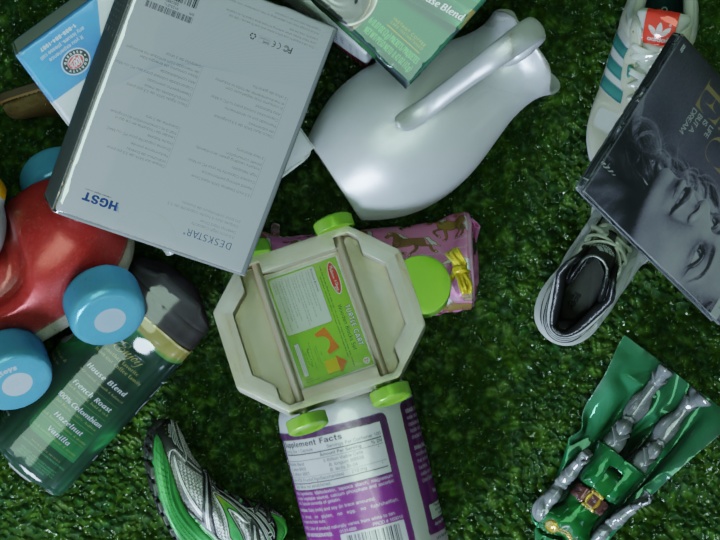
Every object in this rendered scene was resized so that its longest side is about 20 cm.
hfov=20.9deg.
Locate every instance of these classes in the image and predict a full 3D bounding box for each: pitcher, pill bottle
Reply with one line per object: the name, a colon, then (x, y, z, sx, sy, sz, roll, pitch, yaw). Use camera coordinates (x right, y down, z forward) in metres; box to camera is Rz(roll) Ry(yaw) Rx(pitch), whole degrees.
pitcher: (0.060, -0.130, 1.542, 0.200, 0.172, 0.121, -34, 84, 1)
pill bottle: (-0.003, 0.150, 1.579, 0.112, 0.112, 0.200, -14, 90, 1)

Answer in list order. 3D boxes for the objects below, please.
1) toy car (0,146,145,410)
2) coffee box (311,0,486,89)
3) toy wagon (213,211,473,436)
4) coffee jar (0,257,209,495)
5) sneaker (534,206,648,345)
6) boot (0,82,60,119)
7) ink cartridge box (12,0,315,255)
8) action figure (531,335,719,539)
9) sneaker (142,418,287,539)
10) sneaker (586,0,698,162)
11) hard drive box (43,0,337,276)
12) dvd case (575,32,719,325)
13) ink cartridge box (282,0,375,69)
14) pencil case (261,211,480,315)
toy car: (-0.289, -0.033, 1.500, 0.177, 0.200, 0.184, -34, 47, 6)
coffee box: (0.057, -0.250, 1.459, 0.123, 0.044, 0.200, 43, 90, -2)
toy wagon: (-0.009, 0.034, 1.522, 0.200, 0.040, 0.155, -18, 77, -3)
coffee jar: (-0.208, 0.081, 1.585, 0.085, 0.104, 0.200, 41, 92, -9)
sneaker: (0.212, -0.025, 1.569, 0.076, 0.115, 0.201, 31, 91, 1)
boot: (-0.196, -0.128, 1.601, 0.200, 0.074, 0.076, -3, 97, -2)
ink cartridge box: (-0.155, -0.136, 1.532, 0.145, 0.084, 0.200, -37, 108, -3)
action figure: (0.204, 0.168, 1.607, 0.118, 0.055, 0.200, 37, 96, -3)
sneaker: (-0.113, 0.204, 1.608, 0.085, 0.078, 0.200, -32, 99, -5)
sneaker: (0.225, -0.161, 1.550, 0.070, 0.093, 0.200, 13, 70, 9)
hard drive box: (-0.128, -0.117, 1.457, 0.156, 0.077, 0.200, 20, 96, -18)
dvd case: (0.267, -0.069, 1.549, 0.200, 0.016, 0.149, 40, 78, -35)
ink cartridge box: (-0.026, -0.281, 1.554, 0.200, 0.145, 0.145, 40, 92, 1)
pencil case: (0.000, 0.000, 1.591, 0.200, 0.083, 0.087, -4, 91, 2)
